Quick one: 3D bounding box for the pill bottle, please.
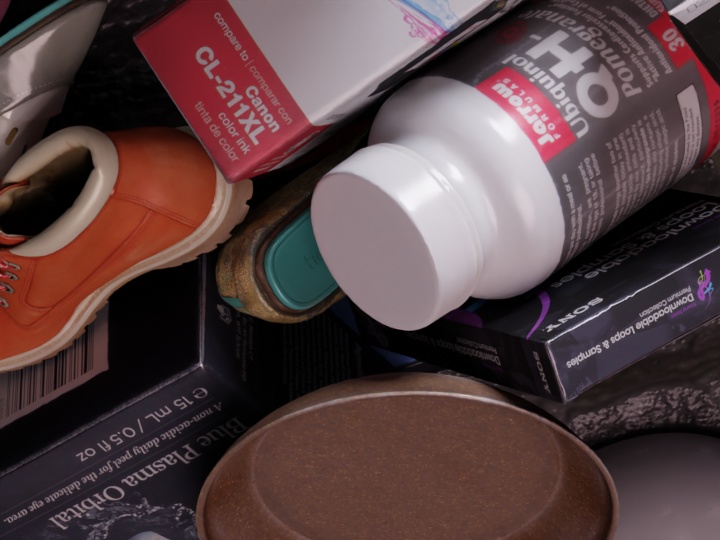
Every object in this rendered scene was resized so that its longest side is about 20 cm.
[{"bbox_3d":[0.074,-0.055,1.296,0.200,0.111,0.111,-35,139,-33],"label":"pill bottle"}]

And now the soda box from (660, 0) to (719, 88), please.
[{"bbox_3d":[0.150,-0.167,1.260,0.071,0.200,0.063,-34,129,12],"label":"soda box"}]

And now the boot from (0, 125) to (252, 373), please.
[{"bbox_3d":[-0.157,-0.013,1.323,0.200,0.075,0.107,-33,160,31],"label":"boot"}]

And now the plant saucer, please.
[{"bbox_3d":[0.022,0.105,1.332,0.200,0.037,0.201,-1,141,-1],"label":"plant saucer"}]

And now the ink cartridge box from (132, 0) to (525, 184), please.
[{"bbox_3d":[0.012,-0.132,1.276,0.200,0.146,0.083,-34,89,12],"label":"ink cartridge box"}]

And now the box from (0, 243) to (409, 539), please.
[{"bbox_3d":[-0.094,0.097,1.433,0.196,0.118,0.200,-29,131,24],"label":"box"}]

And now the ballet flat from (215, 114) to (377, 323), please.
[{"bbox_3d":[0.007,-0.039,1.360,0.200,0.071,0.071,-37,137,-29],"label":"ballet flat"}]

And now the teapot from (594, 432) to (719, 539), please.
[{"bbox_3d":[0.182,0.199,1.596,0.197,0.146,0.200,1,126,-17],"label":"teapot"}]

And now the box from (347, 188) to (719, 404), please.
[{"bbox_3d":[0.099,0.003,1.338,0.143,0.200,0.036,-28,110,-22],"label":"box"}]

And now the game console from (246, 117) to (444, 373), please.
[{"bbox_3d":[0.000,0.000,1.462,0.199,0.031,0.177,-18,130,-1],"label":"game console"}]

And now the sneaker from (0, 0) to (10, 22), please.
[{"bbox_3d":[-0.180,-0.169,1.235,0.075,0.090,0.201,-4,127,-12],"label":"sneaker"}]

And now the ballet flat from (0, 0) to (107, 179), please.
[{"bbox_3d":[-0.191,-0.060,1.332,0.200,0.067,0.064,-30,91,14],"label":"ballet flat"}]

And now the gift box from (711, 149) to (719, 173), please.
[{"bbox_3d":[0.265,-0.091,1.363,0.184,0.187,0.200,-18,129,-2],"label":"gift box"}]
